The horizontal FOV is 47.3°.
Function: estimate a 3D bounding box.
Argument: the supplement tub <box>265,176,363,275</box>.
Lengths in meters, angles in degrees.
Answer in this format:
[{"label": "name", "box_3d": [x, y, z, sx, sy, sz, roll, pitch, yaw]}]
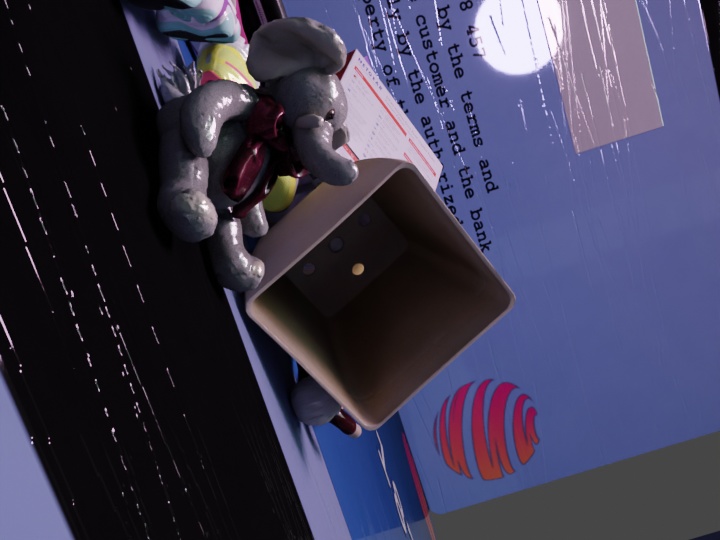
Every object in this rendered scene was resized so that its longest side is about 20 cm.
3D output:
[{"label": "supplement tub", "box_3d": [-0.045, -0.054, 1.063, 0.145, 0.145, 0.201, -102, 174, -68]}]

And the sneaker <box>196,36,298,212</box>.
[{"label": "sneaker", "box_3d": [-0.123, -0.135, 0.843, 0.090, 0.078, 0.200, -85, 157, -54]}]

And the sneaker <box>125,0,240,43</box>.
[{"label": "sneaker", "box_3d": [-0.143, -0.278, 0.704, 0.200, 0.077, 0.140, -71, 167, -88]}]

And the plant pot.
[{"label": "plant pot", "box_3d": [0.000, 0.000, 0.848, 0.200, 0.200, 0.177, 48, 1, -28]}]

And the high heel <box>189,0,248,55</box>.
[{"label": "high heel", "box_3d": [-0.152, -0.266, 0.918, 0.096, 0.067, 0.201, -80, 159, -64]}]

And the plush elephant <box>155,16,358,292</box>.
[{"label": "plush elephant", "box_3d": [-0.070, -0.102, 0.647, 0.165, 0.154, 0.201, 68, 6, -63]}]

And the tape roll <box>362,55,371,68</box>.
[{"label": "tape roll", "box_3d": [-0.071, -0.256, 1.251, 0.200, 0.199, 0.085, -98, 170, -76]}]

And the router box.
[{"label": "router box", "box_3d": [0.013, -0.134, 0.992, 0.200, 0.049, 0.180, 49, 40, -27]}]

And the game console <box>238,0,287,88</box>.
[{"label": "game console", "box_3d": [-0.153, -0.333, 0.999, 0.200, 0.175, 0.117, 70, 32, -41]}]

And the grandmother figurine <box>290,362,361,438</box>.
[{"label": "grandmother figurine", "box_3d": [-0.040, 0.139, 0.925, 0.121, 0.061, 0.200, 46, 2, 6]}]
